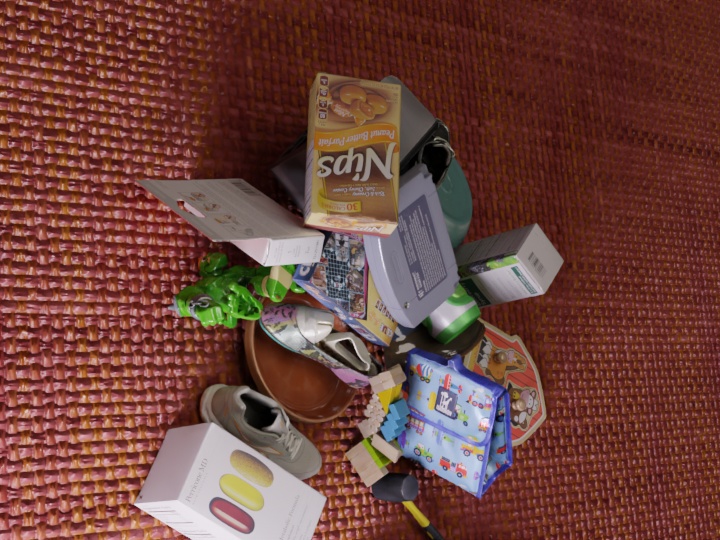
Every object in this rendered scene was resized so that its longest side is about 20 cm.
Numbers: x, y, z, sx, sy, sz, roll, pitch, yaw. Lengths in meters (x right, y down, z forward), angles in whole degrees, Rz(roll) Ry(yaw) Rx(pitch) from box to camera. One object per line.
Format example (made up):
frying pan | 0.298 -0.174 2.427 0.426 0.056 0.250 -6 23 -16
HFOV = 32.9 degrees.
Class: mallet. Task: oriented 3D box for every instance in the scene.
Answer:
mallet | 0.097 0.364 1.774 0.200 0.066 0.041 48 53 -22

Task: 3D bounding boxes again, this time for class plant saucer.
plant saucer | -0.082 0.113 1.692 0.200 0.032 0.201 19 62 -40
plant saucer | 0.118 -0.132 1.883 0.200 0.036 0.201 35 42 -38

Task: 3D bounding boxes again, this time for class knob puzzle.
knob puzzle | 0.236 0.193 1.953 0.219 0.030 0.221 11 73 -38

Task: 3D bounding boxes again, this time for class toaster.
toaster | -0.015 -0.163 1.729 0.119 0.181 0.200 49 54 -13

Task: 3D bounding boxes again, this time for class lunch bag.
lunch bag | 0.137 0.198 1.732 0.094 0.150 0.201 -39 141 -39

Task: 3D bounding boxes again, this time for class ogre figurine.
ogre figurine | -0.165 0.028 1.585 0.200 0.119 0.098 -49 126 -39

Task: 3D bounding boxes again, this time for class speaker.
speaker | 0.088 0.010 1.798 0.088 0.088 0.200 -32 80 -40

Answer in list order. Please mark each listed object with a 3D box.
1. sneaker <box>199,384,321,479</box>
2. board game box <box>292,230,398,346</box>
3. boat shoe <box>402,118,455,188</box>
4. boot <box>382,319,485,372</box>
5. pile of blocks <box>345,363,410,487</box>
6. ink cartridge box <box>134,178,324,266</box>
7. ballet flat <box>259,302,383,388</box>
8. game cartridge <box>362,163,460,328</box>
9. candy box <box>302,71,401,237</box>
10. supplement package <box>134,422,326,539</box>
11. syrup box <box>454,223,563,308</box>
sneaker | -0.116 0.217 1.610 0.200 0.092 0.076 38 58 -29
board game box | 0.000 0.000 1.660 0.200 0.034 0.136 42 65 -45
boat shoe | 0.107 -0.161 1.790 0.072 0.071 0.201 38 44 -20
boot | 0.109 0.095 1.840 0.200 0.075 0.097 -32 103 -38
pile of blocks | 0.044 0.212 1.697 0.062 0.082 0.201 -24 140 -43
ink cartridge box | -0.171 -0.063 1.568 0.173 0.200 0.044 -5 118 -40
ballet flat | -0.044 0.094 1.661 0.200 0.071 0.069 37 44 -29
game cartridge | 0.067 -0.029 1.672 0.133 0.041 0.201 -41 126 -36
candy box | -0.010 -0.149 1.575 0.115 0.055 0.201 6 69 -12
supplement package | -0.163 0.292 1.543 0.200 0.109 0.114 38 58 -27
syrup box | 0.201 0.000 1.855 0.079 0.200 0.082 51 52 -18
